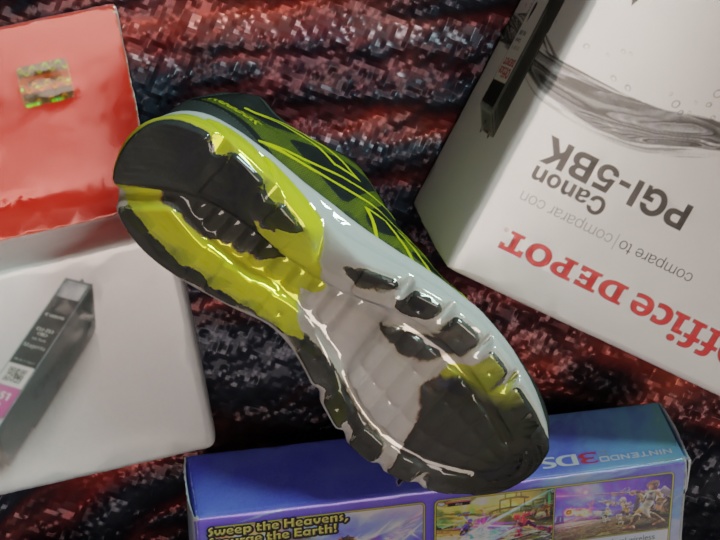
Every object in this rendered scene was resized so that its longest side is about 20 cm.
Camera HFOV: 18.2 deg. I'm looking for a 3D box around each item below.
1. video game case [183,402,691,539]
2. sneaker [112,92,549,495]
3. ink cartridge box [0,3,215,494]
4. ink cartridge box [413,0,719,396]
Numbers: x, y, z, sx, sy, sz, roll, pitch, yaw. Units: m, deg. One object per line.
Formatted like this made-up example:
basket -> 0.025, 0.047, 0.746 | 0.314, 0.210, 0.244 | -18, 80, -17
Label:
video game case -> 0.031, 0.149, 0.931 | 0.198, 0.046, 0.182 | -6, 124, -8
sneaker -> 0.000, 0.000, 0.855 | 0.200, 0.085, 0.074 | 44, 118, -9
ink cartridge box -> -0.169, 0.005, 0.867 | 0.198, 0.044, 0.175 | -12, 112, -5
ink cartridge box -> 0.132, -0.068, 0.866 | 0.146, 0.083, 0.201 | 24, 104, -15
